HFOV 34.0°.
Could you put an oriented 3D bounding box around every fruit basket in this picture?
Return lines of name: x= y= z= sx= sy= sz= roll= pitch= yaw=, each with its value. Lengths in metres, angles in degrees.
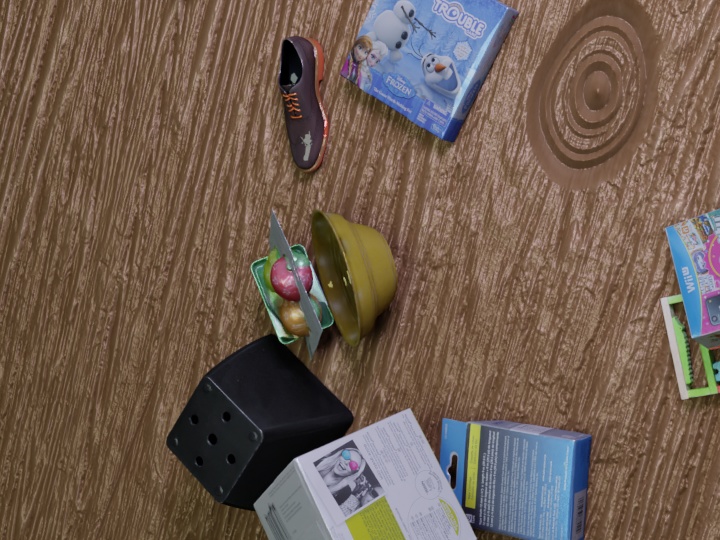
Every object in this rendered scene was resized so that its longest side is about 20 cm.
fruit basket: x=-0.090 y=0.023 z=1.702 sx=0.200 sy=0.093 sz=0.187 roll=121 pitch=128 yaw=-69

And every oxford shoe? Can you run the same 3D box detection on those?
oxford shoe: x=-0.095 y=-0.247 z=1.754 sx=0.070 sy=0.072 sz=0.203 roll=-5 pitch=89 yaw=30

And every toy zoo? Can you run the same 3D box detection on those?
toy zoo: x=0.478 y=0.078 z=1.446 sx=0.198 sy=0.020 sz=0.133 roll=-14 pitch=84 yaw=31

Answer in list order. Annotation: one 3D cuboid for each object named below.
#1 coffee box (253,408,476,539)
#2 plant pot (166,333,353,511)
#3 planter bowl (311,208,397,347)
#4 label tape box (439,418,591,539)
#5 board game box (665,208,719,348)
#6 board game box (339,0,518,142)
coffee box: x=0.003 y=0.341 z=1.606 sx=0.201 sy=0.196 sz=0.200 roll=61 pitch=148 yaw=15
plant pot: x=-0.166 y=0.239 z=1.755 sx=0.200 sy=0.177 sz=0.201 roll=42 pitch=112 yaw=22
planter bowl: x=0.000 y=0.000 z=1.675 sx=0.083 sy=0.200 sz=0.203 roll=-16 pitch=80 yaw=-14
label tape box: x=0.206 y=0.281 z=1.595 sx=0.198 sy=0.066 sz=0.145 roll=6 pitch=94 yaw=34
board game box: x=0.479 y=-0.008 z=1.398 sx=0.198 sy=0.064 sz=0.149 roll=-21 pitch=65 yaw=29
board game box: x=0.092 y=-0.317 z=1.655 sx=0.199 sy=0.043 sz=0.201 roll=35 pitch=107 yaw=26
